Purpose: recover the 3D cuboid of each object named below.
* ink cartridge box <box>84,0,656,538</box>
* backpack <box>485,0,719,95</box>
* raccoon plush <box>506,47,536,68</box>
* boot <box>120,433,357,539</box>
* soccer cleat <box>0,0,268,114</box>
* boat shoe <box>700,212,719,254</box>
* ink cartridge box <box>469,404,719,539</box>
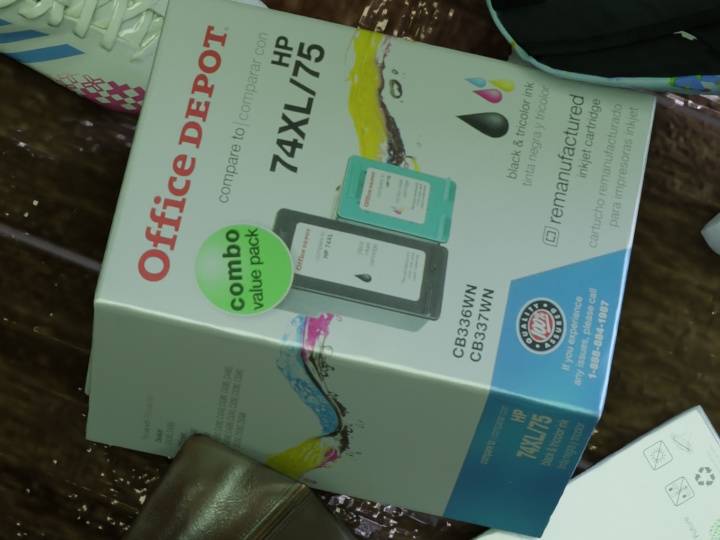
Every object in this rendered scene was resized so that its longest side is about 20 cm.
[{"bbox_3d":[0.000,0.000,1.210,0.200,0.146,0.147,12,65,-1],"label":"ink cartridge box"},{"bbox_3d":[0.140,-0.140,1.164,0.200,0.154,0.163,-12,101,5],"label":"backpack"},{"bbox_3d":[0.146,-0.143,1.255,0.097,0.134,0.200,29,82,-1],"label":"raccoon plush"},{"bbox_3d":[-0.115,0.127,1.212,0.186,0.064,0.200,37,107,-11],"label":"boot"},{"bbox_3d":[-0.127,-0.115,1.262,0.200,0.086,0.070,17,83,-1],"label":"soccer cleat"},{"bbox_3d":[0.221,-0.030,1.225,0.072,0.200,0.069,-39,97,-41],"label":"boat shoe"},{"bbox_3d":[0.083,0.149,1.266,0.200,0.039,0.099,-30,86,-8],"label":"ink cartridge box"}]
